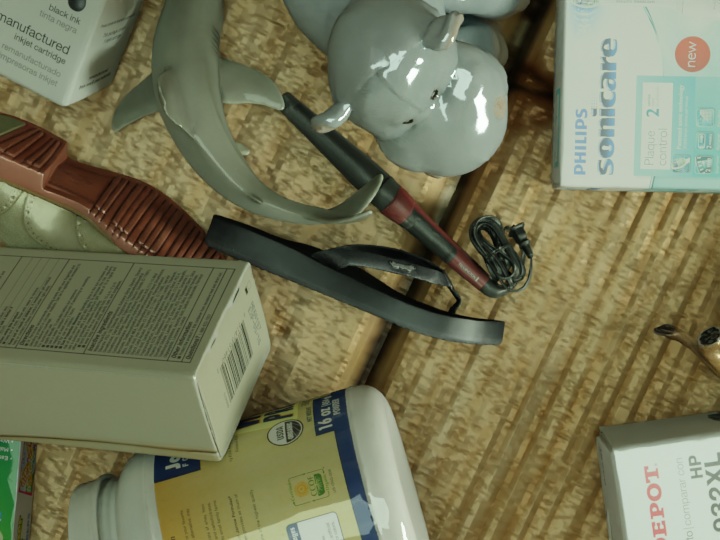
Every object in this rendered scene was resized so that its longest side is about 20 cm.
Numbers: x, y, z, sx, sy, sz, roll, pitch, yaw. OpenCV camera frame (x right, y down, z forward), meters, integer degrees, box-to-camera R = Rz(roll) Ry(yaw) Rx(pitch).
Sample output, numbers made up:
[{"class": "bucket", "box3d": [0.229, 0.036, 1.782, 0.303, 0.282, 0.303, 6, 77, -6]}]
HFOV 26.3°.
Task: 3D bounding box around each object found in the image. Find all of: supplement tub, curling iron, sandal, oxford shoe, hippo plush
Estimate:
[{"class": "supplement tub", "box3d": [-0.064, 0.162, 0.937, 0.198, 0.144, 0.146, -16, 91, 3]}, {"class": "curling iron", "box3d": [0.027, -0.051, 0.988, 0.199, 0.026, 0.050, 35, 72, 6]}, {"class": "sandal", "box3d": [0.000, 0.000, 0.963, 0.199, 0.076, 0.043, 22, 93, 3]}, {"class": "oxford shoe", "box3d": [-0.173, -0.023, 0.987, 0.199, 0.071, 0.074, 33, 118, 1]}, {"class": "hippo plush", "box3d": [0.032, -0.146, 0.883, 0.159, 0.161, 0.200, -41, 122, 11]}]

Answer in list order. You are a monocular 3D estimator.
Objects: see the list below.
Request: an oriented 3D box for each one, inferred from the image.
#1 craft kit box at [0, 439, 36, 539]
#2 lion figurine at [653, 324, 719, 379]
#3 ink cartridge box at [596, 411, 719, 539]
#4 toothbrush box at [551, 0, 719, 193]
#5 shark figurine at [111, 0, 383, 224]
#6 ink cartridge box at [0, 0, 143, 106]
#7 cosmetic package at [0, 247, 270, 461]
[{"class": "craft kit box", "box3d": [-0.317, 0.181, 1.003, 0.198, 0.049, 0.200, 4, 94, 3]}, {"class": "lion figurine", "box3d": [0.292, 0.034, 0.953, 0.199, 0.073, 0.123, -22, 131, 18]}, {"class": "ink cartridge box", "box3d": [0.256, 0.160, 0.949, 0.198, 0.084, 0.147, -8, 92, 3]}, {"class": "toothbrush box", "box3d": [0.218, -0.121, 0.944, 0.198, 0.085, 0.148, 2, 92, 4]}, {"class": "shark figurine", "box3d": [-0.088, -0.088, 0.950, 0.128, 0.089, 0.215, -36, 78, 7]}, {"class": "ink cartridge box", "box3d": [-0.193, -0.225, 0.938, 0.146, 0.083, 0.201, 26, 110, 3]}, {"class": "cosmetic package", "box3d": [-0.166, 0.047, 0.930, 0.198, 0.104, 0.074, 3, 132, 19]}]
